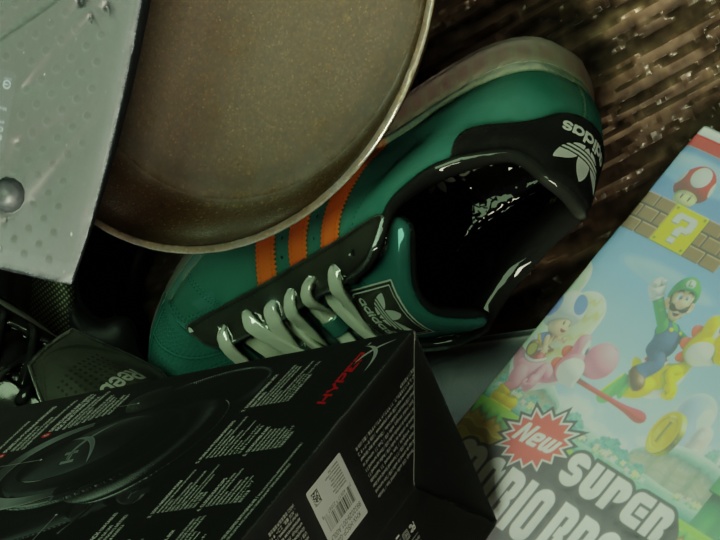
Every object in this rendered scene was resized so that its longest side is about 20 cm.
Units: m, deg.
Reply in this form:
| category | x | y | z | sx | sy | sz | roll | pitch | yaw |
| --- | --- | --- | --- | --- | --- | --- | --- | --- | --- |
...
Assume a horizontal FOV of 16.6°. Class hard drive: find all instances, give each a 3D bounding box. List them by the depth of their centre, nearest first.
| category | x | y | z | sx | sy | sz | roll | pitch | yaw |
| --- | --- | --- | --- | --- | --- | --- | --- | --- | --- |
| hard drive | -0.133 | -0.106 | 0.856 | 0.134 | 0.042 | 0.201 | 12 | 98 | 12 |

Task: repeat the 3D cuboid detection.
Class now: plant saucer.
| category | x | y | z | sx | sy | sz | roll | pitch | yaw |
| --- | --- | --- | --- | --- | --- | --- | --- | --- | --- |
| plant saucer | -0.049 | -0.106 | 0.866 | 0.199 | 0.032 | 0.201 | -1 | 87 | 35 |

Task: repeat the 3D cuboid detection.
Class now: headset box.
| category | x | y | z | sx | sy | sz | roll | pitch | yaw |
| --- | --- | --- | --- | --- | --- | --- | --- | --- | --- |
| headset box | -0.081 | 0.099 | 0.762 | 0.199 | 0.149 | 0.078 | -14 | 111 | 32 |

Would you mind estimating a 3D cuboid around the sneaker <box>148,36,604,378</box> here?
| category | x | y | z | sx | sy | sz | roll | pitch | yaw |
| --- | --- | --- | --- | --- | --- | --- | --- | --- | --- |
| sneaker | 0.000 | 0.000 | 0.861 | 0.200 | 0.071 | 0.080 | -38 | 27 | 22 |

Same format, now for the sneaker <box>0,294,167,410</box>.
| category | x | y | z | sx | sy | sz | roll | pitch | yaw |
| --- | --- | --- | --- | --- | --- | --- | --- | --- | --- |
| sneaker | -0.113 | 0.046 | 0.885 | 0.200 | 0.067 | 0.090 | 46 | 141 | -11 |

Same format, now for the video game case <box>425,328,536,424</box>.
| category | x | y | z | sx | sy | sz | roll | pitch | yaw |
| --- | --- | --- | --- | --- | --- | --- | --- | --- | --- |
| video game case | 0.093 | 0.086 | 0.828 | 0.199 | 0.019 | 0.144 | -10 | 75 | 34 |

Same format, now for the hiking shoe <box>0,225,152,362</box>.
| category | x | y | z | sx | sy | sz | roll | pitch | yaw |
| --- | --- | --- | --- | --- | --- | --- | --- | --- | --- |
| hiking shoe | -0.122 | -0.035 | 0.978 | 0.100 | 0.076 | 0.201 | -22 | 76 | 18 |

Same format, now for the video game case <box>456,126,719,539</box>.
| category | x | y | z | sx | sy | sz | roll | pitch | yaw |
| --- | --- | --- | --- | --- | --- | --- | --- | --- | --- |
| video game case | 0.096 | 0.054 | 0.772 | 0.200 | 0.017 | 0.143 | -50 | 41 | -8 |
